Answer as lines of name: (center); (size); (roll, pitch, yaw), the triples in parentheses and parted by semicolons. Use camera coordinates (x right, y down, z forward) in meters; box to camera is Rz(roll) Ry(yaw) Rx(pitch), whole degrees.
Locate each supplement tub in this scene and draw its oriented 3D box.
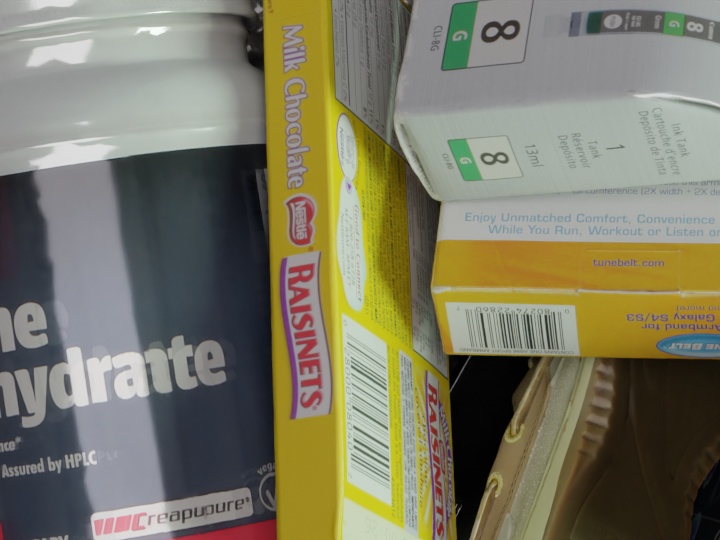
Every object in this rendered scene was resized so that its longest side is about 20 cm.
supplement tub: (-0.081, 0.014, 0.763); (0.139, 0.140, 0.202); (-9, 88, -3)

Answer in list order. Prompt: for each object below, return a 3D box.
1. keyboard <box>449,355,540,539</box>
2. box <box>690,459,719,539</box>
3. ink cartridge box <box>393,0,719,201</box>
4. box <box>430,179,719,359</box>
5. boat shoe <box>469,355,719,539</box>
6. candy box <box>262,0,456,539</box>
keyboard: (0.065, 0.008, 0.833); (0.104, 0.040, 0.201); (33, 85, -25)
box: (0.195, 0.032, 0.774); (0.106, 0.148, 0.201); (26, 86, -1)
ink cartridge box: (0.118, -0.103, 0.728); (0.198, 0.050, 0.162); (-5, 52, 22)
box: (0.091, -0.063, 0.778); (0.118, 0.042, 0.201); (1, 52, 10)
boat shoe: (0.078, 0.047, 0.787); (0.074, 0.066, 0.201); (40, 63, -25)
candy box: (0.000, 0.000, 0.748); (0.026, 0.102, 0.202); (-8, 69, 17)
